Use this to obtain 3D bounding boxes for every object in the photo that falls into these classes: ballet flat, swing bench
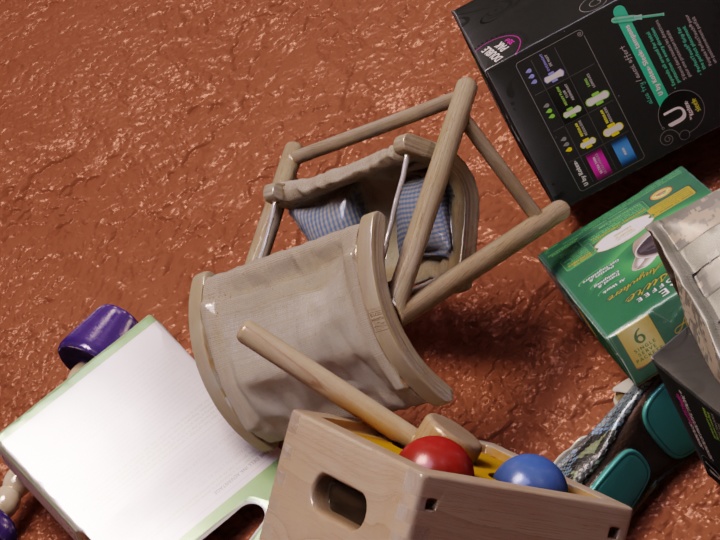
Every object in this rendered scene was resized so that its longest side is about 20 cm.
[{"bbox_3d":[0.170,0.105,1.705,0.200,0.074,0.074,-43,43,-16],"label":"ballet flat"},{"bbox_3d":[0.000,0.000,1.788,0.199,0.130,0.200,-18,28,48],"label":"swing bench"}]

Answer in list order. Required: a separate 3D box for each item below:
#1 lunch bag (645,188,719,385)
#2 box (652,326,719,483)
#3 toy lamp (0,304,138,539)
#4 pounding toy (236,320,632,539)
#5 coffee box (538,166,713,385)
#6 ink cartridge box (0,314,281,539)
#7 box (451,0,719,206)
[{"bbox_3d":[0.273,0.030,1.474,0.164,0.118,0.200,-28,48,4],"label":"lunch bag"},{"bbox_3d":[0.301,0.090,1.588,0.148,0.124,0.200,-39,44,-10],"label":"box"},{"bbox_3d":[-0.222,0.111,1.935,0.058,0.058,0.200,11,57,37],"label":"toy lamp"},{"bbox_3d":[0.031,0.133,1.619,0.200,0.183,0.143,22,98,57],"label":"pounding toy"},{"bbox_3d":[0.195,0.001,1.752,0.123,0.044,0.200,-32,18,-1],"label":"coffee box"},{"bbox_3d":[-0.136,0.144,1.851,0.145,0.048,0.200,-38,66,-17],"label":"ink cartridge box"},{"bbox_3d":[0.186,-0.158,1.876,0.199,0.125,0.149,-28,22,5],"label":"box"}]
